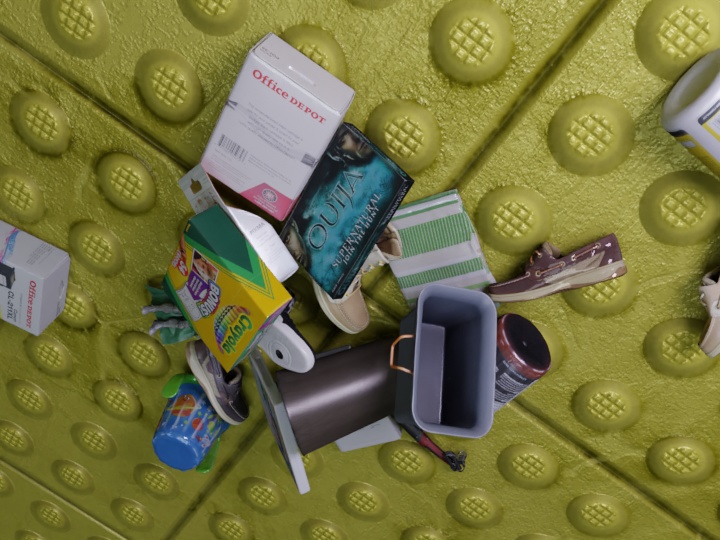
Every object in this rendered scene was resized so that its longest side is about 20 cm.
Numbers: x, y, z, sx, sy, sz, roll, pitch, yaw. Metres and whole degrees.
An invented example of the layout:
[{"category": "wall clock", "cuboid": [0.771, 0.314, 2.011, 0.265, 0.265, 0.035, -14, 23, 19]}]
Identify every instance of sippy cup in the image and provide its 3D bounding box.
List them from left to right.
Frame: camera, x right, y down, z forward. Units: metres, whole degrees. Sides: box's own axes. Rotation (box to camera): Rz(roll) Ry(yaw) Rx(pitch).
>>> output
[{"category": "sippy cup", "cuboid": [-0.316, 0.290, 1.408, 0.177, 0.131, 0.139, 42, 126, -13]}]

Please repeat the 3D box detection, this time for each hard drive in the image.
[{"category": "hard drive", "cuboid": [-0.027, 0.229, 1.338, 0.129, 0.026, 0.203, -18, 116, 27]}]

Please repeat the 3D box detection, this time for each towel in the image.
[{"category": "towel", "cuboid": [0.115, -0.015, 1.131, 0.149, 0.024, 0.203, -14, 119, 26]}]

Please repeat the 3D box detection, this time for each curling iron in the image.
[{"category": "curling iron", "cuboid": [0.112, 0.287, 1.332, 0.199, 0.026, 0.049, 40, 132, -12]}]

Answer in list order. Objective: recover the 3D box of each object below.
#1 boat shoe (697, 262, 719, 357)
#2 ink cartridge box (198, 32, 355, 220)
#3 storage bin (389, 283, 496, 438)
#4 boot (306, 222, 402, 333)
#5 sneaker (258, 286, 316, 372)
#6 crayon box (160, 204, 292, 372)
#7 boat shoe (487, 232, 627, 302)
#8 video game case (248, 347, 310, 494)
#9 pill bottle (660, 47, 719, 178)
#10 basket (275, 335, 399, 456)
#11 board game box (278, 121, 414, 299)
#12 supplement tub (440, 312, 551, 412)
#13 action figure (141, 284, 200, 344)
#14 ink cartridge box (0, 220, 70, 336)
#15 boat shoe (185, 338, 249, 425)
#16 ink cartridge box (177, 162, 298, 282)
[{"category": "boat shoe", "cuboid": [0.482, 0.023, 1.010, 0.064, 0.072, 0.204, 18, 125, 16]}, {"category": "ink cartridge box", "cuboid": [-0.115, -0.193, 1.045, 0.145, 0.083, 0.201, 32, 127, -5]}, {"category": "storage bin", "cuboid": [0.102, 0.138, 1.099, 0.142, 0.206, 0.134, 10, 162, -16]}, {"category": "boot", "cuboid": [0.000, 0.000, 1.133, 0.152, 0.072, 0.203, -12, 114, 36]}, {"category": "sneaker", "cuboid": [-0.122, 0.076, 1.202, 0.197, 0.111, 0.075, 29, 130, 29]}, {"category": "crayon box", "cuboid": [-0.202, 0.032, 1.114, 0.174, 0.058, 0.200, 51, 142, 7]}, {"category": "boat shoe", "cuboid": [0.268, -0.005, 1.069, 0.196, 0.072, 0.074, -16, 88, 29]}, {"category": "video game case", "cuboid": [-0.143, 0.252, 1.312, 0.023, 0.182, 0.204, -20, 123, -14]}, {"category": "pill bottle", "cuboid": [0.451, -0.151, 0.873, 0.198, 0.113, 0.112, 37, 126, -9]}, {"category": "basket", "cuboid": [-0.021, 0.191, 1.207, 0.195, 0.139, 0.181, -19, 163, -6]}, {"category": "board game box", "cuboid": [-0.025, -0.082, 1.057, 0.135, 0.028, 0.202, 44, 115, 25]}, {"category": "supplement tub", "cuboid": [0.192, 0.162, 1.173, 0.106, 0.108, 0.200, 37, 127, -9]}, {"category": "action figure", "cuboid": [-0.274, 0.075, 1.300, 0.195, 0.055, 0.121, -5, 119, 16]}, {"category": "ink cartridge box", "cuboid": [-0.627, 0.002, 1.343, 0.196, 0.083, 0.148, 25, 127, 1]}, {"category": "boat shoe", "cuboid": [-0.241, 0.197, 1.357, 0.063, 0.073, 0.203, -19, 123, 10]}, {"category": "ink cartridge box", "cuboid": [-0.186, -0.069, 1.135, 0.203, 0.047, 0.159, 59, 156, -11]}]
